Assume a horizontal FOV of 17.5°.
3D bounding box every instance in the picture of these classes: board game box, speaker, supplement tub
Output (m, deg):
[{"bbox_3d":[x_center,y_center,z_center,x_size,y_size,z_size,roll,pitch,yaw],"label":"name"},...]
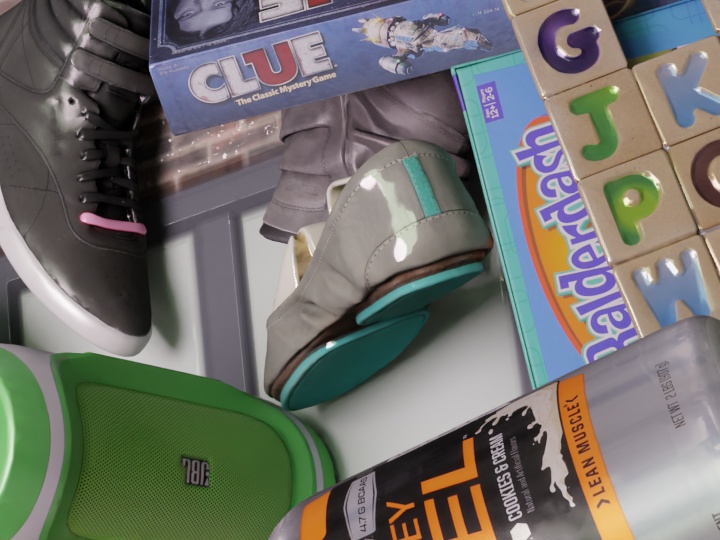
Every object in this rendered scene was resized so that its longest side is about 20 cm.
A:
[{"bbox_3d":[0.146,-0.027,0.841,0.199,0.045,0.153,-15,69,7],"label":"board game box"},{"bbox_3d":[-0.096,0.082,0.948,0.088,0.199,0.089,-9,75,35],"label":"speaker"},{"bbox_3d":[0.053,0.108,0.764,0.199,0.122,0.123,-27,64,13],"label":"supplement tub"},{"bbox_3d":[0.017,-0.125,0.920,0.198,0.035,0.136,-13,36,6],"label":"board game box"}]

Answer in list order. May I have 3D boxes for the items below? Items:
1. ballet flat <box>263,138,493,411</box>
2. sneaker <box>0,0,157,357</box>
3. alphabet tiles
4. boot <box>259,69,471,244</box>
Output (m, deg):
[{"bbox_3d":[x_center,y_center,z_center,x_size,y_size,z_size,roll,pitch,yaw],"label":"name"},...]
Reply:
[{"bbox_3d":[0.000,0.000,0.931,0.064,0.067,0.200,68,158,11],"label":"ballet flat"},{"bbox_3d":[-0.121,-0.062,1.079,0.099,0.070,0.201,-42,54,28],"label":"sneaker"},{"bbox_3d":[0.162,-0.081,0.822,0.199,0.008,0.168,-21,71,2],"label":"alphabet tiles"},{"bbox_3d":[-0.026,-0.074,1.017,0.199,0.070,0.133,18,96,42],"label":"boot"}]
